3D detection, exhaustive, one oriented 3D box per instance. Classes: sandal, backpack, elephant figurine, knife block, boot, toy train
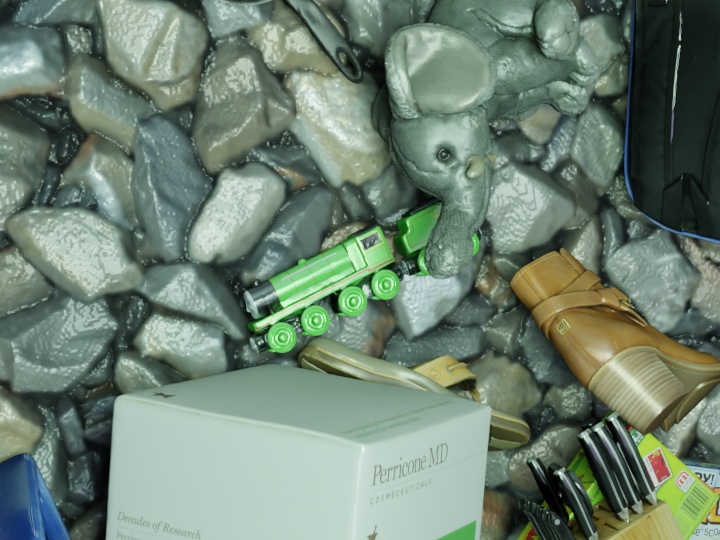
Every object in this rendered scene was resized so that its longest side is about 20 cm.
[{"bbox_3d":[0.047,0.086,1.272,0.198,0.080,0.054,25,67,-17],"label":"sandal"},{"bbox_3d":[0.300,-0.124,1.271,0.146,0.182,0.202,-7,110,-39],"label":"backpack"},{"bbox_3d":[0.065,-0.121,1.206,0.200,0.155,0.142,-40,130,-19],"label":"elephant figurine"},{"bbox_3d":[0.209,0.203,1.252,0.198,0.064,0.177,17,90,-21],"label":"knife block"},{"bbox_3d":[0.200,0.052,1.309,0.155,0.199,0.077,47,115,18],"label":"boot"},{"bbox_3d":[0.000,0.000,1.256,0.199,0.042,0.057,-26,95,-14],"label":"toy train"}]

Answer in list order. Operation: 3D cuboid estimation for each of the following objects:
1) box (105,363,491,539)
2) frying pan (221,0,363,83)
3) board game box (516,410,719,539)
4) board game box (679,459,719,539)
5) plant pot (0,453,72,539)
[{"bbox_3d":[-0.041,0.169,1.141,0.198,0.198,0.174,-7,102,-61],"label":"box"},{"bbox_3d":[-0.054,-0.231,1.208,0.189,0.031,0.116,29,87,-24],"label":"frying pan"},{"bbox_3d":[0.179,0.222,1.303,0.101,0.048,0.201,40,81,-19],"label":"board game box"},{"bbox_3d":[0.304,0.231,1.395,0.198,0.034,0.137,9,94,-20],"label":"board game box"},{"bbox_3d":[-0.261,0.268,1.121,0.178,0.200,0.202,-24,105,-8],"label":"plant pot"}]
